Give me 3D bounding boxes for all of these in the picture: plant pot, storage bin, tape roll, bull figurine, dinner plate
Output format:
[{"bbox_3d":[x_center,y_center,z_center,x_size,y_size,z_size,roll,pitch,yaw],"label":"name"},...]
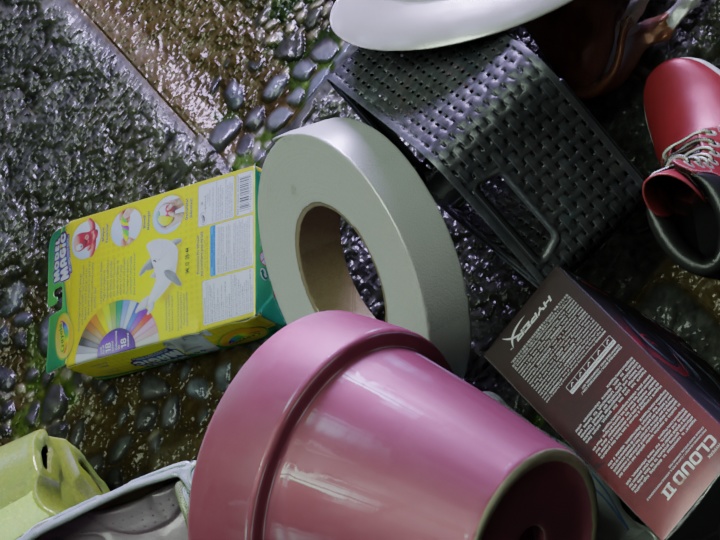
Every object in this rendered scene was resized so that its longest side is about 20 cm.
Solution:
[{"bbox_3d":[0.029,0.140,1.550,0.178,0.200,0.201,17,84,38],"label":"plant pot"},{"bbox_3d":[0.079,-0.085,1.693,0.094,0.135,0.200,-44,29,-1],"label":"storage bin"},{"bbox_3d":[0.000,0.000,1.747,0.203,0.037,0.204,41,142,43],"label":"tape roll"},{"bbox_3d":[-0.261,0.211,1.864,0.184,0.200,0.201,-31,56,10],"label":"plant pot"},{"bbox_3d":[0.136,-0.198,1.781,0.121,0.065,0.200,-43,52,14],"label":"bull figurine"},{"bbox_3d":[0.073,-0.193,1.697,0.199,0.024,0.200,-17,25,8],"label":"dinner plate"}]

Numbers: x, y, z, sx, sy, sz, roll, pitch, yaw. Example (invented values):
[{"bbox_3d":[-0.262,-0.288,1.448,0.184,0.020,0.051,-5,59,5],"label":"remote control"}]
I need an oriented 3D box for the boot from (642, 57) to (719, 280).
[{"bbox_3d":[0.201,-0.068,1.631,0.072,0.144,0.201,-37,53,22],"label":"boot"}]

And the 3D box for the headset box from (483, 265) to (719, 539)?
[{"bbox_3d":[0.187,0.101,1.573,0.075,0.148,0.200,-51,50,10],"label":"headset box"}]

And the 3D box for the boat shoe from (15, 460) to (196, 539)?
[{"bbox_3d":[-0.130,0.166,1.743,0.201,0.065,0.075,-14,83,6],"label":"boat shoe"}]

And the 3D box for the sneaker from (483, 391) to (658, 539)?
[{"bbox_3d":[0.125,0.138,1.669,0.086,0.075,0.200,-14,37,-15],"label":"sneaker"}]

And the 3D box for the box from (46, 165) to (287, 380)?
[{"bbox_3d":[-0.142,0.007,1.928,0.199,0.048,0.118,-14,66,30],"label":"box"}]
